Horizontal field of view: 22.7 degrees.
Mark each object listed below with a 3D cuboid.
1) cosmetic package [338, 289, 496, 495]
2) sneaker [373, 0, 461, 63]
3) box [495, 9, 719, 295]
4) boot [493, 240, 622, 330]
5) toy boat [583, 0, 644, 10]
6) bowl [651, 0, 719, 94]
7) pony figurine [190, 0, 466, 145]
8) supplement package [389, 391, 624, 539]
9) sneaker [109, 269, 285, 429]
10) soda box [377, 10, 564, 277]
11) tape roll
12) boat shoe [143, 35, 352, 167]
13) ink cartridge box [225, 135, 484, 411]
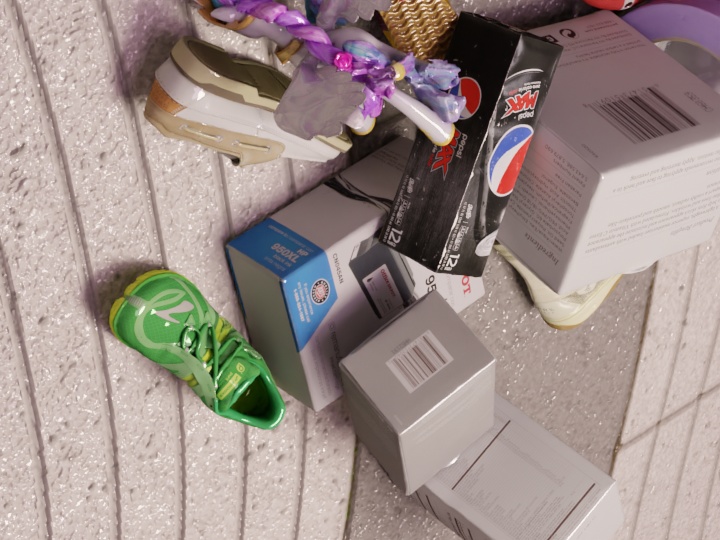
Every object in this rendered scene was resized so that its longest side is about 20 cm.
[{"bbox_3d":[0.051,0.107,1.507,0.107,0.090,0.200,-37,164,-12],"label":"cosmetic package"},{"bbox_3d":[0.019,-0.248,1.406,0.075,0.090,0.200,-27,135,-5],"label":"sneaker"},{"bbox_3d":[0.192,-0.106,1.536,0.198,0.200,0.131,-18,138,-36],"label":"box"},{"bbox_3d":[0.212,-0.060,1.690,0.200,0.072,0.155,-51,133,-10],"label":"boot"},{"bbox_3d":[0.252,-0.287,1.526,0.130,0.131,0.200,-14,156,-21],"label":"toy boat"},{"bbox_3d":[0.373,-0.255,1.735,0.199,0.074,0.201,3,107,-44],"label":"bowl"},{"bbox_3d":[-0.014,-0.161,1.333,0.200,0.193,0.167,28,81,-39],"label":"pony figurine"},{"bbox_3d":[0.126,0.192,1.628,0.114,0.200,0.110,-47,154,-13],"label":"supplement package"},{"bbox_3d":[-0.122,0.065,1.438,0.074,0.083,0.200,-54,135,-6],"label":"sneaker"},{"bbox_3d":[0.089,-0.099,1.432,0.063,0.071,0.201,6,108,-50],"label":"soda box"},{"bbox_3d":[0.311,-0.157,1.627,0.085,0.199,0.201,-31,130,-44],"label":"tape roll"},{"bbox_3d":[-0.089,-0.119,1.392,0.068,0.075,0.200,-49,141,17],"label":"boat shoe"},{"bbox_3d":[0.000,0.000,1.515,0.200,0.084,0.145,-34,130,-26],"label":"ink cartridge box"}]
